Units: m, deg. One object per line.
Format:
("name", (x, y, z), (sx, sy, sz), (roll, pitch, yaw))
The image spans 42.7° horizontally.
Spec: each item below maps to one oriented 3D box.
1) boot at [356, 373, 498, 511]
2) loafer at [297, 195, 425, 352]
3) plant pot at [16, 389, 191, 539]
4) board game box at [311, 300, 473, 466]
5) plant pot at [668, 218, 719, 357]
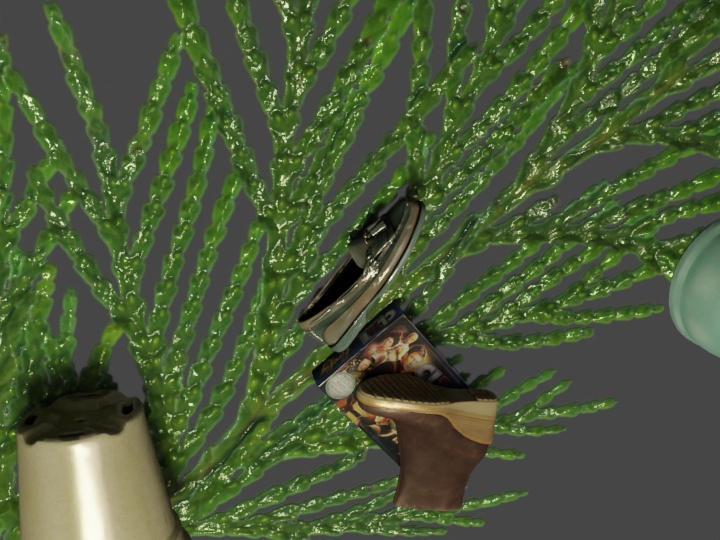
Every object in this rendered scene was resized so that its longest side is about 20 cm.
("boot", (0.067, 0.216, 1.107), (0.197, 0.072, 0.169), (10, 110, -26))
("loafer", (0.000, 0.000, 1.027), (0.062, 0.072, 0.201), (25, 108, -20))
("plant pot", (-0.289, 0.238, 0.997), (0.197, 0.200, 0.187), (-7, 106, -13))
("board game box", (0.053, 0.150, 1.134), (0.135, 0.035, 0.200), (-41, 120, 4))
("plant pot", (0.515, 0.040, 1.167), (0.197, 0.134, 0.203), (-7, 117, -14))
